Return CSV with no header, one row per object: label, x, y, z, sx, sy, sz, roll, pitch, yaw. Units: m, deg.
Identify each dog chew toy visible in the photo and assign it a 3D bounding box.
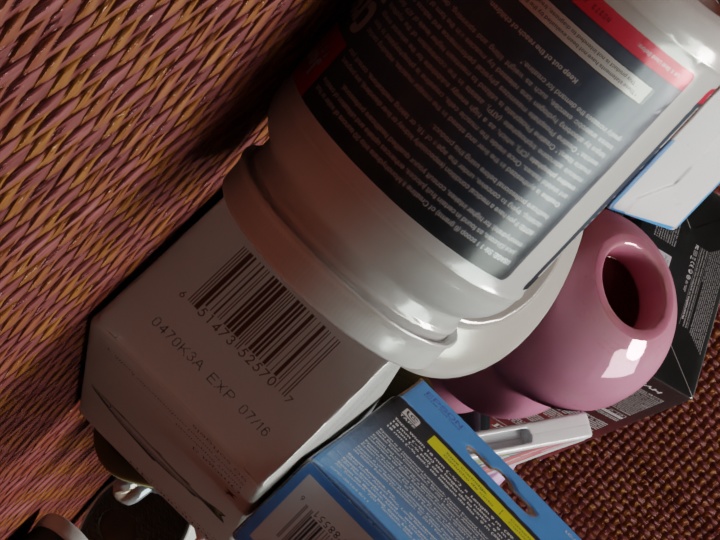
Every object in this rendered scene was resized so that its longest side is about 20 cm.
dog chew toy,0.097,0.035,1.543,0.200,0.125,0.125,-22,-165,47

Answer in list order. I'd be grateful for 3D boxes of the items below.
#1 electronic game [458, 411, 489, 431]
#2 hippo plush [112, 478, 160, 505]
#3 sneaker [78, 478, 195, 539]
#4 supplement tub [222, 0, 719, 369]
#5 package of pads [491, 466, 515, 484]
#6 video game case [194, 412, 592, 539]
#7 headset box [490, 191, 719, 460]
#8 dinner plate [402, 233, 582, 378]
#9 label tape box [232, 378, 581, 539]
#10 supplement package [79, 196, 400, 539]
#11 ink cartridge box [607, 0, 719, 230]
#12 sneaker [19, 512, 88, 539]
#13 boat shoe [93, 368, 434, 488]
electronic game,0.007,0.118,1.676,0.042,0.200,0.200,19,121,-43
hippo plush,-0.066,0.098,1.595,0.159,0.200,0.161,-60,148,2
sneaker,-0.122,0.148,1.778,0.200,0.073,0.085,-49,172,19
supplement tub,0.050,-0.070,1.082,0.200,0.140,0.140,-47,175,14
package of pads,0.046,0.071,1.799,0.121,0.200,0.076,-45,-171,-9
video game case,0.020,0.120,1.480,0.200,0.017,0.143,-6,167,-42
headset box,0.154,0.032,1.691,0.200,0.075,0.149,-31,-146,55
dinner plate,0.067,-0.037,1.373,0.024,0.200,0.200,14,-133,45
label tape box,0.034,0.143,1.279,0.063,0.144,0.200,-46,174,17
supplement package,-0.060,0.050,1.273,0.117,0.117,0.200,-45,174,-16
ink cartridge box,0.168,-0.140,1.563,0.068,0.200,0.116,15,127,-41
sneaker,-0.231,0.234,1.631,0.099,0.071,0.200,-41,167,-30
boat shoe,-0.055,0.098,1.472,0.200,0.073,0.065,-3,161,-7
